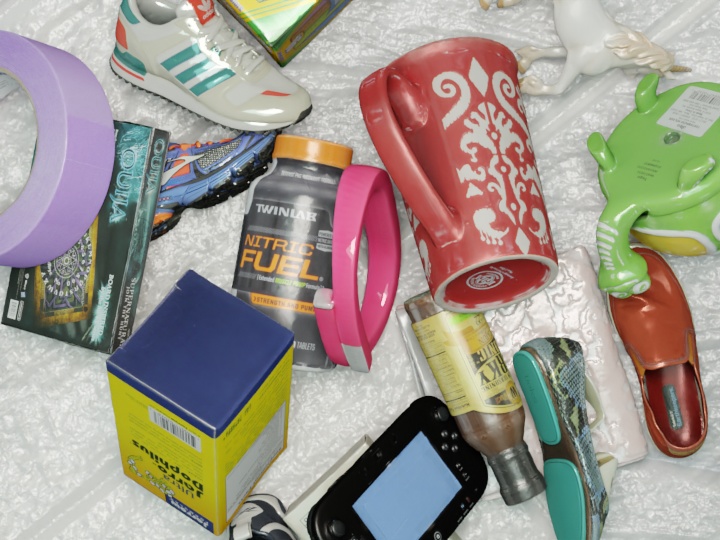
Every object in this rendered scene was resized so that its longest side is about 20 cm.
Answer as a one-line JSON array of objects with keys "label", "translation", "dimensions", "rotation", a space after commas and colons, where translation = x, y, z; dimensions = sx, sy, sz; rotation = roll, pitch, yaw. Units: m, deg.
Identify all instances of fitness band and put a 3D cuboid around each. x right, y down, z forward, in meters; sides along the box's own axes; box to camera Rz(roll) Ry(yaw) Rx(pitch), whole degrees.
[{"label": "fitness band", "translation": [0.000, 0.000, 1.087], "dimensions": [0.037, 0.201, 0.145], "rotation": [8, 59, 12]}]

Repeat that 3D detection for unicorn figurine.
[{"label": "unicorn figurine", "translation": [0.192, -0.213, 1.126], "dimensions": [0.136, 0.074, 0.200], "rotation": [-14, 128, 29]}]

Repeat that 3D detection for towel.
[{"label": "towel", "translation": [0.146, 0.099, 1.163], "dimensions": [0.190, 0.032, 0.202], "rotation": [-17, 90, 2]}]

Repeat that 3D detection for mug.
[{"label": "mug", "translation": [0.072, -0.076, 1.072], "dimensions": [0.176, 0.134, 0.201], "rotation": [-1, 64, -24]}]

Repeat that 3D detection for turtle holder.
[{"label": "turtle holder", "translation": [0.278, -0.068, 1.094], "dimensions": [0.140, 0.132, 0.186], "rotation": [-5, 48, 32]}]

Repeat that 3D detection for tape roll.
[{"label": "tape roll", "translation": [-0.313, -0.105, 1.120], "dimensions": [0.199, 0.066, 0.202], "rotation": [-3, 83, 28]}]

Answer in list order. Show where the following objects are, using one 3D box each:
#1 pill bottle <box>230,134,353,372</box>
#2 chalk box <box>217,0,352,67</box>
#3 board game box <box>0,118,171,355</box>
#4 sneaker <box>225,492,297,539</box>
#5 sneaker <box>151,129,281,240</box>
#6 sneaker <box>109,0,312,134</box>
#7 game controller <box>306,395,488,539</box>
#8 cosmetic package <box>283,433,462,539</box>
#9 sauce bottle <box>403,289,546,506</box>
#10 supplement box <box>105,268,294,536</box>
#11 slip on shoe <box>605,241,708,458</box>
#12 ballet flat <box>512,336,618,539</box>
[{"label": "pill bottle", "translation": [-0.057, -0.017, 1.132], "dimensions": [0.105, 0.106, 0.202], "rotation": [9, 90, 2]}, {"label": "chalk box", "translation": [-0.044, -0.299, 1.122], "dimensions": [0.124, 0.124, 0.200], "rotation": [45, 91, 1]}, {"label": "board game box", "translation": [-0.244, -0.036, 1.130], "dimensions": [0.134, 0.028, 0.202], "rotation": [13, 92, 29]}, {"label": "sneaker", "translation": [-0.067, 0.299, 1.120], "dimensions": [0.079, 0.130, 0.201], "rotation": [-17, 89, 4]}, {"label": "sneaker", "translation": [-0.162, -0.091, 1.153], "dimensions": [0.199, 0.075, 0.079], "rotation": [-28, 86, 0]}, {"label": "sneaker", "translation": [-0.132, -0.192, 1.122], "dimensions": [0.199, 0.070, 0.094], "rotation": [23, 127, 15]}, {"label": "game controller", "translation": [0.036, 0.193, 1.078], "dimensions": [0.104, 0.042, 0.200], "rotation": [48, 47, 1]}, {"label": "cosmetic package", "translation": [0.035, 0.257, 1.145], "dimensions": [0.103, 0.073, 0.200], "rotation": [-41, 88, 1]}, {"label": "sauce bottle", "translation": [0.105, 0.106, 1.117], "dimensions": [0.064, 0.065, 0.201], "rotation": [-25, 91, 2]}, {"label": "supplement box", "translation": [-0.131, 0.115, 1.068], "dimensions": [0.109, 0.201, 0.109], "rotation": [30, 57, 15]}, {"label": "slip on shoe", "translation": [0.271, 0.071, 1.144], "dimensions": [0.073, 0.061, 0.202], "rotation": [-13, 88, 3]}, {"label": "ballet flat", "translation": [0.191, 0.153, 1.118], "dimensions": [0.074, 0.074, 0.202], "rotation": [-13, 95, 2]}]
